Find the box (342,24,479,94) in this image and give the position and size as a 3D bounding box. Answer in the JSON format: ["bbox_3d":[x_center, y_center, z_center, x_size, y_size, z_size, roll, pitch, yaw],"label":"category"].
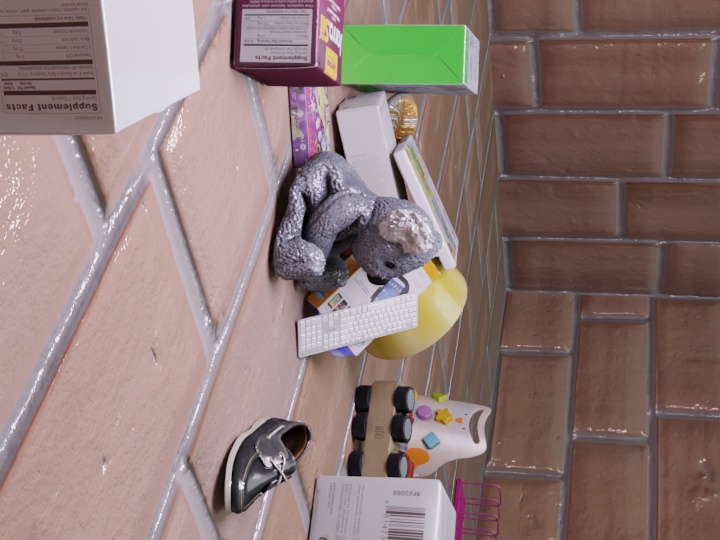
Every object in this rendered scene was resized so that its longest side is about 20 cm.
[{"bbox_3d":[0.082,-0.338,1.854,0.176,0.198,0.098,-13,105,-78],"label":"box"}]

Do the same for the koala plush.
[{"bbox_3d":[0.011,-0.054,1.517,0.177,0.198,0.186,29,73,-75],"label":"koala plush"}]

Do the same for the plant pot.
[{"bbox_3d":[0.052,0.020,1.854,0.142,0.199,0.201,53,34,-33],"label":"plant pot"}]

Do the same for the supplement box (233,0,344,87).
[{"bbox_3d":[-0.080,-0.325,1.352,0.131,0.102,0.202,1,92,-79],"label":"supplement box"}]

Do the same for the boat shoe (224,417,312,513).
[{"bbox_3d":[-0.111,0.226,1.368,0.200,0.067,0.073,-46,138,-69],"label":"boat shoe"}]

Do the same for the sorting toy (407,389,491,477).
[{"bbox_3d":[0.181,0.327,2.421,0.201,0.178,0.107,-75,162,-46],"label":"sorting toy"}]

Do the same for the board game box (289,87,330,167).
[{"bbox_3d":[-0.070,-0.252,1.579,0.120,0.032,0.202,-48,138,-65],"label":"board game box"}]

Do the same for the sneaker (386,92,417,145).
[{"bbox_3d":[0.046,-0.239,1.966,0.201,0.075,0.088,107,-19,-51],"label":"sneaker"}]

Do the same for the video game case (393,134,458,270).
[{"bbox_3d":[0.107,-0.112,1.853,0.182,0.023,0.201,-66,133,-75],"label":"video game case"}]

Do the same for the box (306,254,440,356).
[{"bbox_3d":[0.012,0.030,1.666,0.041,0.200,0.119,40,-10,50],"label":"box"}]

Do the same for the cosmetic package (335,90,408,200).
[{"bbox_3d":[0.022,-0.170,1.816,0.102,0.073,0.202,-71,152,-66],"label":"cosmetic package"}]

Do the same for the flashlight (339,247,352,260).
[{"bbox_3d":[0.000,0.000,1.705,0.068,0.067,0.202,-47,139,-58],"label":"flashlight"}]

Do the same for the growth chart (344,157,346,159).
[{"bbox_3d":[-0.011,-0.124,1.880,0.200,0.018,0.146,-7,97,-78],"label":"growth chart"}]

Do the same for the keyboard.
[{"bbox_3d":[-0.002,0.075,1.647,0.011,0.199,0.057,37,-48,49],"label":"keyboard"}]

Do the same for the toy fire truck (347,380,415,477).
[{"bbox_3d":[0.048,0.300,2.020,0.200,0.127,0.178,45,48,-60],"label":"toy fire truck"}]

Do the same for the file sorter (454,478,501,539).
[{"bbox_3d":[0.327,0.711,3.247,0.140,0.124,0.201,77,20,-50],"label":"file sorter"}]

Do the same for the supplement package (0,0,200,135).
[{"bbox_3d":[-0.201,-0.197,0.718,0.152,0.149,0.202,-56,146,-68],"label":"supplement package"}]

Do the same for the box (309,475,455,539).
[{"bbox_3d":[0.032,0.427,1.731,0.172,0.198,0.201,64,30,-60],"label":"box"}]
